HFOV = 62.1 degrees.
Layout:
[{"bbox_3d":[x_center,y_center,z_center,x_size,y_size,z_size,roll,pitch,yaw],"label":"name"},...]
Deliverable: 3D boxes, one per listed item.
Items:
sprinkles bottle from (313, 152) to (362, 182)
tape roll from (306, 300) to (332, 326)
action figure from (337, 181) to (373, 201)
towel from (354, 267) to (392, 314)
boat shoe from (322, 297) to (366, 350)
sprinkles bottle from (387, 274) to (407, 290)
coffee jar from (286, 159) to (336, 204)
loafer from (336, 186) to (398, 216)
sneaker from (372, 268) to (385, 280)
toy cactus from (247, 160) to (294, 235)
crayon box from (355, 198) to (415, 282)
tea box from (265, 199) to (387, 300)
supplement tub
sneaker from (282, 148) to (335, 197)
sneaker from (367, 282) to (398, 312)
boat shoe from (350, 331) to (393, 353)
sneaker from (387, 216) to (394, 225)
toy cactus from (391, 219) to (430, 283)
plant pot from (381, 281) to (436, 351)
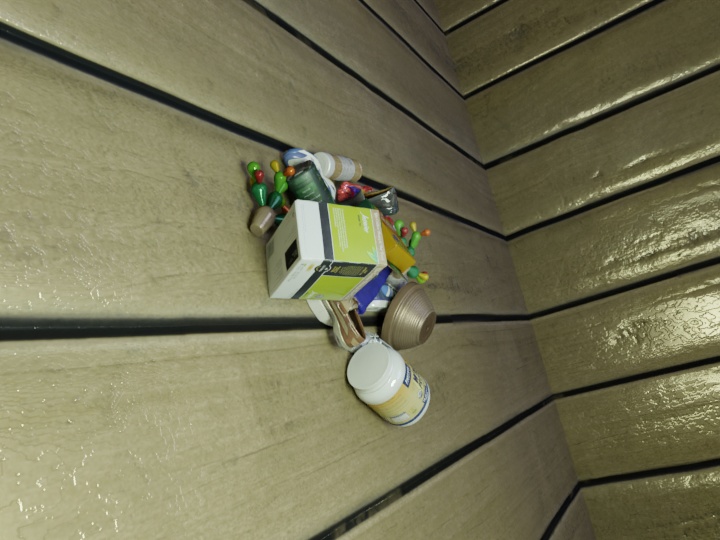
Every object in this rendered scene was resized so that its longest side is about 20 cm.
[{"bbox_3d":[-0.066,-0.285,1.666,0.199,0.067,0.069,-9,79,-63],"label":"sprinkles bottle"},{"bbox_3d":[-0.077,0.037,1.479,0.203,0.037,0.206,41,39,-45],"label":"tape roll"},{"bbox_3d":[0.001,-0.211,1.703,0.199,0.098,0.066,-8,121,-65],"label":"action figure"},{"bbox_3d":[0.000,0.000,1.529,0.149,0.049,0.201,55,43,-18],"label":"towel"},{"bbox_3d":[-0.037,0.083,1.403,0.075,0.071,0.203,-20,91,-64],"label":"boat shoe"},{"bbox_3d":[0.096,0.004,1.736,0.201,0.067,0.069,67,21,-48],"label":"sprinkles bottle"},{"bbox_3d":[-0.105,-0.162,1.462,0.202,0.084,0.105,60,4,-22],"label":"coffee jar"},{"bbox_3d":[0.004,-0.187,1.611,0.073,0.196,0.073,-97,-178,-61],"label":"loafer"},{"bbox_3d":[0.008,-0.019,1.448,0.091,0.066,0.200,57,25,-2],"label":"sneaker"},{"bbox_3d":[-0.189,-0.142,1.328,0.201,0.101,0.166,61,36,-35],"label":"toy cactus"},{"bbox_3d":[0.067,-0.075,1.506,0.127,0.051,0.201,35,21,-57],"label":"crayon box"},{"bbox_3d":[-0.077,-0.034,1.270,0.194,0.200,0.136,5,63,-27],"label":"tea box"},{"bbox_3d":[0.070,0.280,1.473,0.200,0.143,0.146,47,35,-39],"label":"supplement tub"},{"bbox_3d":[-0.125,-0.224,1.522,0.200,0.074,0.089,44,37,-41],"label":"sneaker"},{"bbox_3d":[0.059,0.038,1.686,0.199,0.080,0.149,7,70,-55],"label":"sneaker"},{"bbox_3d":[0.025,0.190,1.532,0.200,0.068,0.073,46,35,-40],"label":"boat shoe"},{"bbox_3d":[0.032,-0.113,1.780,0.115,0.078,0.200,43,37,-2],"label":"sneaker"},{"bbox_3d":[0.134,-0.033,1.621,0.166,0.101,0.203,-55,138,-48],"label":"toy cactus"},{"bbox_3d":[0.148,0.141,1.661,0.200,0.092,0.204,-40,141,-41],"label":"plant pot"}]
